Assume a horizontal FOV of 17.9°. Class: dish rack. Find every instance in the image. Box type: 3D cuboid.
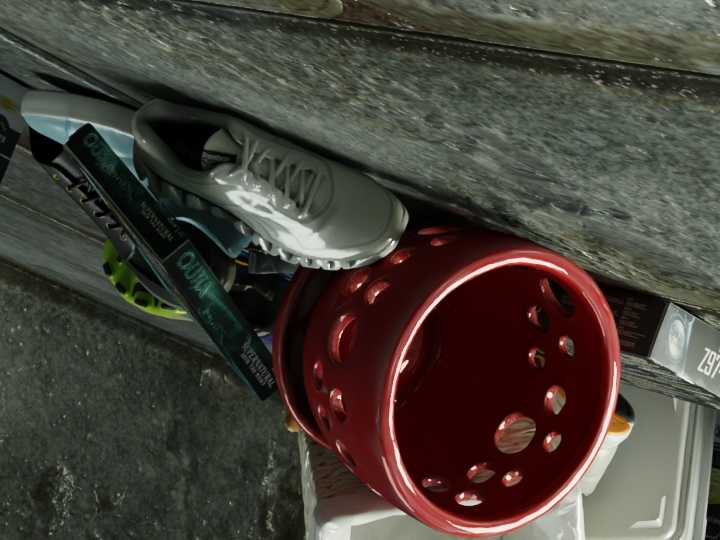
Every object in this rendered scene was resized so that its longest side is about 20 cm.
[{"bbox_3d":[0.198,0.158,1.858,0.170,0.201,0.044,-5,137,22],"label":"dish rack"}]

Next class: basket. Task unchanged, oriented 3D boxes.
[{"bbox_3d":[0.054,0.214,1.703,0.198,0.200,0.161,-7,-153,-8],"label":"basket"}]

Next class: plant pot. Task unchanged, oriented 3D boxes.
[{"bbox_3d":[0.051,0.064,1.571,0.200,0.202,0.182,25,177,-33],"label":"plant pot"}]

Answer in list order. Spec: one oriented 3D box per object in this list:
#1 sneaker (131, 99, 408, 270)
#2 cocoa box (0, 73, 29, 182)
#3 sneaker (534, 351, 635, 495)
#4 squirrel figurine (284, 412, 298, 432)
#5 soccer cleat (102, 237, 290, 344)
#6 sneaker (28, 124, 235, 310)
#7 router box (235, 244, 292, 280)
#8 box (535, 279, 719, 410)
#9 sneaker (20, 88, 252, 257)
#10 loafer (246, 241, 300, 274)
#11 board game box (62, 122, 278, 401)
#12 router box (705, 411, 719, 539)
[{"bbox_3d":[-0.065,-0.059,1.511,0.199,0.076,0.081,20,165,11],"label":"sneaker"},{"bbox_3d":[-0.369,-0.118,1.705,0.133,0.132,0.200,16,172,36],"label":"cocoa box"},{"bbox_3d":[0.137,0.104,1.843,0.075,0.093,0.200,2,-149,-33],"label":"sneaker"},{"bbox_3d":[0.026,0.133,2.044,0.186,0.141,0.201,19,-138,-47],"label":"squirrel figurine"},{"bbox_3d":[-0.125,0.015,1.851,0.199,0.065,0.084,20,-177,32],"label":"soccer cleat"},{"bbox_3d":[-0.181,-0.048,1.738,0.200,0.075,0.106,44,-176,34],"label":"sneaker"},{"bbox_3d":[-0.080,-0.029,1.866,0.148,0.051,0.199,16,173,43],"label":"router box"},{"bbox_3d":[0.190,0.051,1.687,0.160,0.044,0.199,27,171,-42],"label":"box"},{"bbox_3d":[-0.163,-0.069,1.673,0.199,0.083,0.074,22,173,-3],"label":"sneaker"},{"bbox_3d":[0.000,0.000,1.757,0.199,0.073,0.073,23,172,-20],"label":"loafer"},{"bbox_3d":[-0.127,-0.004,1.582,0.135,0.028,0.200,48,173,34],"label":"board game box"},{"bbox_3d":[0.309,0.183,1.896,0.052,0.158,0.200,24,174,-24],"label":"router box"}]
